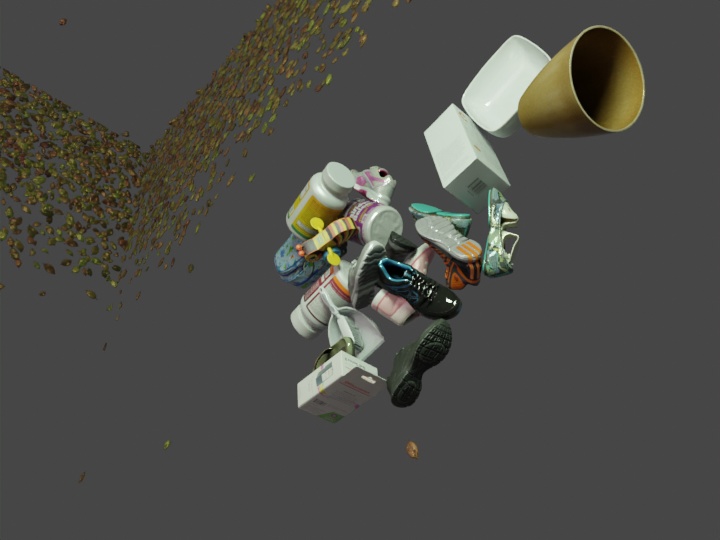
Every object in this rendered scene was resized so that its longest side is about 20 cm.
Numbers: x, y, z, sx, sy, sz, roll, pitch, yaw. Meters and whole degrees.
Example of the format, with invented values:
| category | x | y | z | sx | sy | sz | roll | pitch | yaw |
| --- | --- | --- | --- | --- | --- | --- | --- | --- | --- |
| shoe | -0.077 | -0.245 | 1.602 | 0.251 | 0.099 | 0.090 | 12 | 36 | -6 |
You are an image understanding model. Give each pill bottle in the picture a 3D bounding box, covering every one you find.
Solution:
| category | x | y | z | sx | sy | sz | roll | pitch | yaw |
| --- | --- | --- | --- | --- | --- | --- | --- | --- | --- |
| pill bottle | 0.013 | -0.121 | 1.597 | 0.199 | 0.111 | 0.114 | 24 | 86 | 56 |
| pill bottle | -0.098 | -0.173 | 1.591 | 0.201 | 0.111 | 0.115 | -49 | 34 | 37 |
| pill bottle | -0.083 | 0.077 | 1.591 | 0.200 | 0.108 | 0.111 | -45 | 38 | 24 |

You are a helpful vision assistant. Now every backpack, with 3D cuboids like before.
| category | x | y | z | sx | sy | sz | roll | pitch | yaw |
| --- | --- | --- | --- | --- | --- | --- | --- | --- | --- |
| backpack | -0.146 | -0.045 | 1.750 | 0.201 | 0.151 | 0.165 | -54 | 40 | 33 |

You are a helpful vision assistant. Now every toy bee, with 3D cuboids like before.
| category | x | y | z | sx | sy | sz | roll | pitch | yaw |
| --- | --- | --- | --- | --- | --- | --- | --- | --- | --- |
| toy bee | -0.097 | -0.052 | 1.526 | 0.131 | 0.108 | 0.203 | 40 | 110 | 31 |

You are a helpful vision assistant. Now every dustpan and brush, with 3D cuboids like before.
| category | x | y | z | sx | sy | sz | roll | pitch | yaw |
| --- | --- | --- | --- | --- | --- | --- | --- | --- | --- |
| dustpan and brush | -0.042 | 0.120 | 1.493 | 0.140 | 0.057 | 0.202 | -44 | 58 | 26 |

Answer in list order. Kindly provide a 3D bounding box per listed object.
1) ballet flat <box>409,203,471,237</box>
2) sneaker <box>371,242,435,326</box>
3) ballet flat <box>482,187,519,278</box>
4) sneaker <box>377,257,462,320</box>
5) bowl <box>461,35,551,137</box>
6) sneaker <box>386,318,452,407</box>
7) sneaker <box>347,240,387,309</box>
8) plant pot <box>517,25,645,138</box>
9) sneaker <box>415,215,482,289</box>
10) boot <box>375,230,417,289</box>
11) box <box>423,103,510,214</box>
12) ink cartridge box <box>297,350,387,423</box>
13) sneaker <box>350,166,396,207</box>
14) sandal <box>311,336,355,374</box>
| category | x | y | z | sx | sy | sz | roll | pitch | yaw |
| --- | --- | --- | --- | --- | --- | --- | --- | --- | --- |
| ballet flat | 0.171 | -0.104 | 1.411 | 0.075 | 0.073 | 0.199 | -62 | 31 | -1 |
| sneaker | 0.123 | 0.038 | 1.391 | 0.104 | 0.076 | 0.201 | 37 | 74 | 19 |
| ballet flat | 0.286 | -0.077 | 1.261 | 0.073 | 0.073 | 0.205 | -17 | 56 | 46 |
| sneaker | 0.116 | 0.039 | 1.302 | 0.197 | 0.082 | 0.074 | 24 | 73 | 21 |
| bowl | 0.335 | -0.395 | 1.392 | 0.201 | 0.074 | 0.201 | -48 | 36 | 19 |
| sneaker | 0.112 | 0.179 | 1.302 | 0.202 | 0.075 | 0.091 | -55 | 28 | 7 |
| sneaker | 0.000 | 0.000 | 1.407 | 0.083 | 0.073 | 0.202 | 56 | 146 | 30 |
| plant pot | 0.396 | -0.330 | 1.197 | 0.199 | 0.183 | 0.190 | -10 | 58 | 64 |
| sneaker | 0.178 | -0.028 | 1.301 | 0.076 | 0.114 | 0.200 | -21 | 38 | -17 |
| boot | 0.070 | -0.015 | 1.440 | 0.134 | 0.069 | 0.200 | -60 | -6 | 4 |
| box | 0.231 | -0.246 | 1.383 | 0.097 | 0.123 | 0.203 | -40 | 39 | 28 |
| ink cartridge box | -0.037 | 0.253 | 1.404 | 0.199 | 0.116 | 0.068 | -39 | 38 | 30 |
| sneaker | 0.036 | -0.234 | 1.681 | 0.089 | 0.081 | 0.199 | -56 | 42 | 5 |
| sandal | -0.077 | 0.218 | 1.465 | 0.202 | 0.056 | 0.081 | -55 | 48 | 40 |
